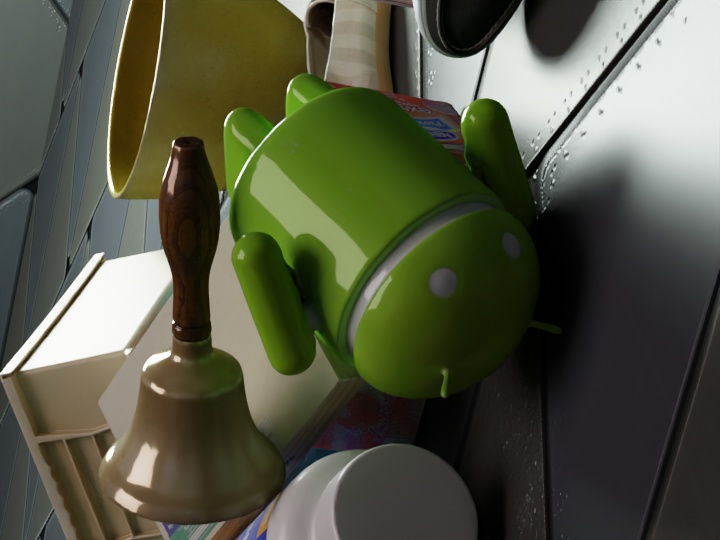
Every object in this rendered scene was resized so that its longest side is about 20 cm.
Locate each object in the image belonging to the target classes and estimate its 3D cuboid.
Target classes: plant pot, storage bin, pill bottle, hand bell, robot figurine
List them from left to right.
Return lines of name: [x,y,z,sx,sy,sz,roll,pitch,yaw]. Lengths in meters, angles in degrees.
storage bin: [-0.142,0.107,1.429,0.200,0.093,0.199,-65,-41,-65]
hand bell: [-0.091,0.023,1.093,0.104,0.104,0.201,-113,22,-62]
plant pot: [-0.107,-0.144,1.596,0.200,0.141,0.201,-172,90,-74]
pill bottle: [-0.008,0.165,1.141,0.200,0.112,0.113,128,147,-60]
robot figurine: [0.011,-0.015,1.066,0.200,0.175,0.116,45,151,29]

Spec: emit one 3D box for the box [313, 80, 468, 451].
box: [0.000,0.000,1.232,0.103,0.094,0.201,-119,41,-62]

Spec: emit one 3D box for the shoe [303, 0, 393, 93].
shoe: [-0.011,-0.171,1.439,0.070,0.053,0.201,118,155,-48]

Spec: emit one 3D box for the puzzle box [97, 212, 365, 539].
puzzle box: [-0.081,0.071,1.215,0.200,0.025,0.133,-51,57,37]

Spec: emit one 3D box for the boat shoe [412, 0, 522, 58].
boat shoe: [0.081,-0.196,1.115,0.057,0.068,0.201,-104,30,-53]

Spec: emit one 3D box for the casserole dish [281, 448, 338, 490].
casserole dish: [-0.069,0.060,1.384,0.039,0.121,0.201,-44,39,51]

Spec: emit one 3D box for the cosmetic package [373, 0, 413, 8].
cosmetic package: [0.008,-0.272,1.342,0.073,0.103,0.201,118,154,-47]
